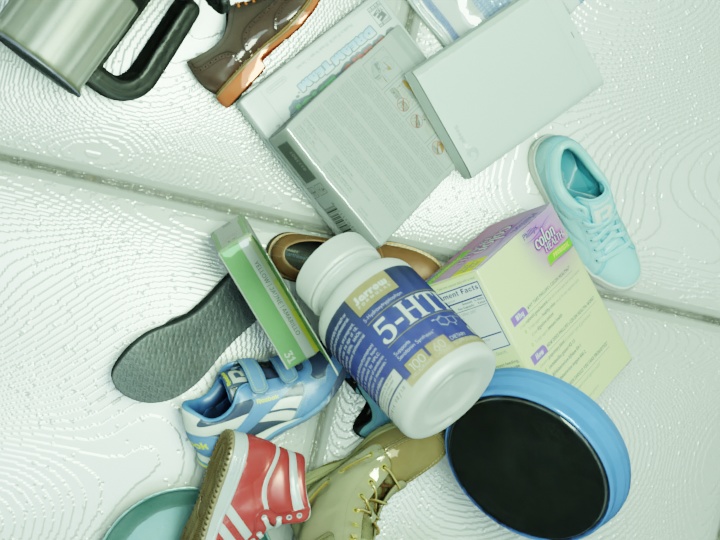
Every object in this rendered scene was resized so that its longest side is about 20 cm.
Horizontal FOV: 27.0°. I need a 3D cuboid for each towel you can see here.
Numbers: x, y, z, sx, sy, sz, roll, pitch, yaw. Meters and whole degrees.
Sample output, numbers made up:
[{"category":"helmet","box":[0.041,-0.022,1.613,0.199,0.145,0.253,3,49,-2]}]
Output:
[{"category":"towel","box":[0.160,-0.314,1.657,0.200,0.024,0.147,-41,101,-8]}]

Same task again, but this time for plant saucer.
[{"category":"plant saucer","box":[-0.189,0.328,1.607,0.199,0.036,0.201,-1,93,-12]}]

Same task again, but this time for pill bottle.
[{"category":"pill bottle","box":[0.029,0.059,1.493,0.120,0.120,0.200,-40,62,-7]}]

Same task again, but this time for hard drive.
[{"category":"hard drive","box":[0.159,-0.208,1.626,0.200,0.026,0.132,-36,104,-20]}]

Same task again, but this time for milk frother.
[{"category":"milk frother","box":[-0.243,-0.264,1.484,0.180,0.200,0.188,36,86,-15]}]

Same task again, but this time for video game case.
[{"category":"video game case","box":[-0.003,-0.169,1.622,0.200,0.024,0.182,-40,100,-13]}]

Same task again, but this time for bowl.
[{"category":"bowl","box":[0.176,0.193,1.529,0.201,0.200,0.039,54,44,-9]}]

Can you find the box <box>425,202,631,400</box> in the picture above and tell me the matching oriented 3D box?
[{"category":"box","box":[0.174,0.061,1.598,0.176,0.096,0.201,-39,104,-47]}]

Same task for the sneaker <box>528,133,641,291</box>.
[{"category":"sneaker","box":[0.255,-0.060,1.660,0.074,0.082,0.200,-37,100,-7]}]

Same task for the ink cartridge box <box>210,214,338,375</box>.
[{"category":"ink cartridge box","box":[-0.089,0.031,1.501,0.048,0.200,0.146,-30,106,-1]}]

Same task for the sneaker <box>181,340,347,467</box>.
[{"category":"sneaker","box":[-0.101,0.127,1.585,0.200,0.074,0.082,-34,120,-8]}]

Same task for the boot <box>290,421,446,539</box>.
[{"category":"boot","box":[0.012,0.244,1.560,0.199,0.156,0.073,-28,117,10]}]

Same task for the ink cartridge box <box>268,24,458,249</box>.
[{"category":"ink cartridge box","box":[0.020,-0.140,1.601,0.163,0.057,0.200,50,55,-11]}]

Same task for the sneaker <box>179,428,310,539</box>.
[{"category":"sneaker","box":[-0.121,0.270,1.565,0.112,0.071,0.201,16,102,-24]}]

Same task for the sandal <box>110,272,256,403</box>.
[{"category":"sandal","box":[-0.177,0.072,1.599,0.200,0.043,0.076,-36,107,-18]}]

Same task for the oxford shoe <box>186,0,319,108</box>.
[{"category":"oxford shoe","box":[-0.100,-0.268,1.581,0.072,0.071,0.200,41,84,-6]}]

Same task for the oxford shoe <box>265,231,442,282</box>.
[{"category":"oxford shoe","box":[0.000,0.000,1.615,0.199,0.071,0.072,7,89,-14]}]

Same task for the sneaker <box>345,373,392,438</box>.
[{"category":"sneaker","box":[0.024,0.100,1.607,0.090,0.078,0.201,0,109,-2]}]
